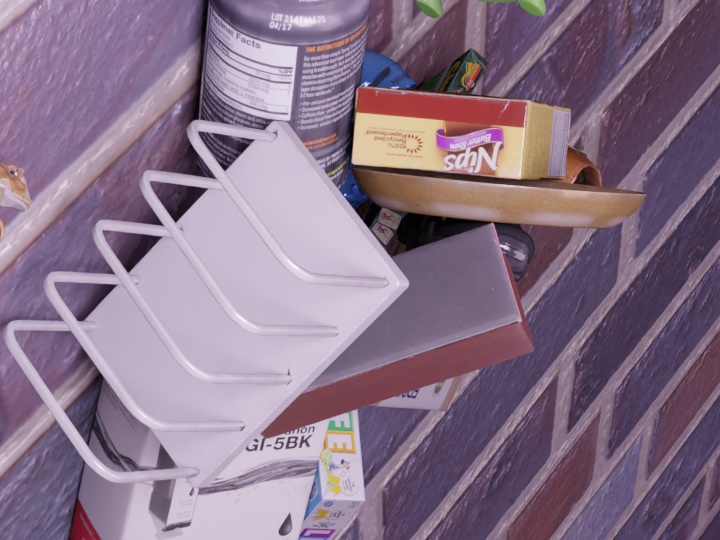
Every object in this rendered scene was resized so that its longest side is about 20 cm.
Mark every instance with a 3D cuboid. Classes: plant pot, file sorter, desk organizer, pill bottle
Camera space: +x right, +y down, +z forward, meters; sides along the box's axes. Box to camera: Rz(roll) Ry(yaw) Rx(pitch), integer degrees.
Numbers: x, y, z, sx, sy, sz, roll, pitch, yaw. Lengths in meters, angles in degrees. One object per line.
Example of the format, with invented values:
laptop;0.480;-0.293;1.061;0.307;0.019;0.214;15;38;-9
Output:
plant pot;0.092;-0.049;1.664;0.200;0.199;0.028;-2;98;-66
file sorter;-0.104;0.021;1.538;0.200;0.139;0.124;-45;158;21
desk organizer;0.010;0.043;1.639;0.199;0.072;0.077;-18;159;7
pill bottle;-0.049;-0.145;1.612;0.106;0.106;0.200;-41;149;-44

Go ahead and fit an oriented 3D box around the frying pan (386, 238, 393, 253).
frying pan;0.007;-0.013;1.865;0.190;0.031;0.115;-27;-149;58

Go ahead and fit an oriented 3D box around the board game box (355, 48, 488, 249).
board game box;0.026;-0.075;1.865;0.105;0.023;0.200;-37;-161;55

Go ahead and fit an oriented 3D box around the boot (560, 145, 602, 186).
boot;0.135;-0.091;2.027;0.077;0.155;0.200;-62;160;-5

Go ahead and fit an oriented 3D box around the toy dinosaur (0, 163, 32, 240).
toy dinosaur;-0.246;-0.045;1.374;0.200;0.060;0.107;31;62;-74

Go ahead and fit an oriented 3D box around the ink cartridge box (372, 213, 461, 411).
ink cartridge box;0.045;0.030;2.075;0.165;0.075;0.200;-66;159;5

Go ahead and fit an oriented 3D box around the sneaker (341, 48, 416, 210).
sneaker;-0.021;-0.065;1.814;0.066;0.078;0.201;-10;125;-66

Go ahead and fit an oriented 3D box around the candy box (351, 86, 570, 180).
candy box;0.072;-0.093;1.687;0.200;0.116;0.057;-5;100;-78

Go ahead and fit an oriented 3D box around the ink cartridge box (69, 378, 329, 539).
ink cartridge box;-0.111;0.133;1.743;0.146;0.083;0.200;-2;122;-28

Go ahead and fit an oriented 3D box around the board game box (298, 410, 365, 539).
board game box;-0.049;0.147;1.849;0.200;0.034;0.135;126;-37;-57

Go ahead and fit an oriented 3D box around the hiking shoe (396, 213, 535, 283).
hiking shoe;0.083;-0.050;1.817;0.101;0.076;0.200;-68;-161;2

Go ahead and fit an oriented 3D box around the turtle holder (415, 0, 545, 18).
turtle holder;0.067;-0.270;1.733;0.185;0.141;0.132;28;70;-30
